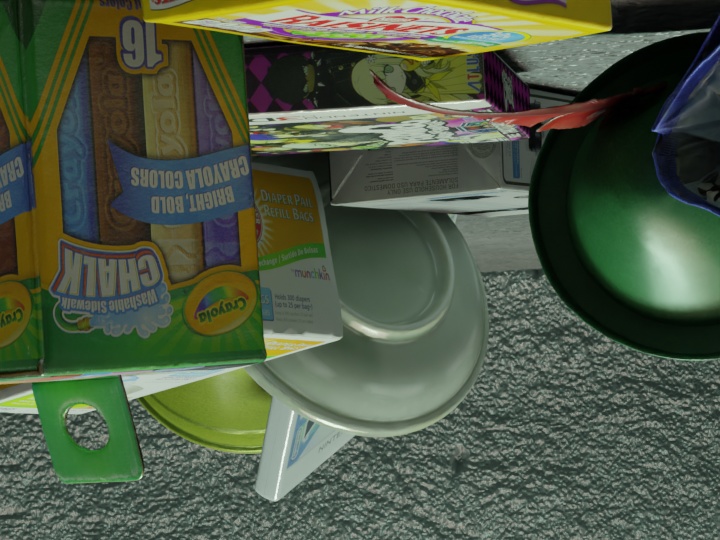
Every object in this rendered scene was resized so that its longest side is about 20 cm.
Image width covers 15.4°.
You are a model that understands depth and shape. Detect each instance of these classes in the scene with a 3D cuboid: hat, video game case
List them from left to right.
[{"bbox_3d":[-0.012,-0.086,1.358,0.181,0.036,0.200,-3,177,9],"label":"video game case"},{"bbox_3d":[0.002,0.033,1.746,0.022,0.200,0.182,27,-143,21],"label":"video game case"},{"bbox_3d":[0.144,-0.059,1.210,0.200,0.166,0.176,-38,158,-5],"label":"hat"}]

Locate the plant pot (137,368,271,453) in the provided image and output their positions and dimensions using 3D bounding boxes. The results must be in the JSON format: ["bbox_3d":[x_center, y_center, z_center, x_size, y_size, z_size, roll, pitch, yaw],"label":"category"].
[{"bbox_3d":[-0.080,0.006,1.781,0.200,0.201,0.193,-4,165,1],"label":"plant pot"}]

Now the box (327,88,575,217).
[{"bbox_3d":[0.079,-0.068,1.568,0.116,0.060,0.200,-5,177,29],"label":"box"}]

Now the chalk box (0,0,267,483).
[{"bbox_3d":[-0.126,-0.010,1.126,0.124,0.201,0.124,0,175,-44],"label":"chalk box"}]

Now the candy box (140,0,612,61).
[{"bbox_3d":[0.011,-0.109,1.074,0.102,0.026,0.200,-8,175,34],"label":"candy box"}]

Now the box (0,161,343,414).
[{"bbox_3d":[-0.126,0.011,1.511,0.200,0.102,0.112,-17,168,31],"label":"box"}]

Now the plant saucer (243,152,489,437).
[{"bbox_3d":[0.000,0.000,1.598,0.200,0.201,0.050,-1,153,-33],"label":"plant saucer"}]

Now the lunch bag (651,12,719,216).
[{"bbox_3d":[0.245,-0.073,1.142,0.170,0.124,0.200,-3,169,-30],"label":"lunch bag"}]
